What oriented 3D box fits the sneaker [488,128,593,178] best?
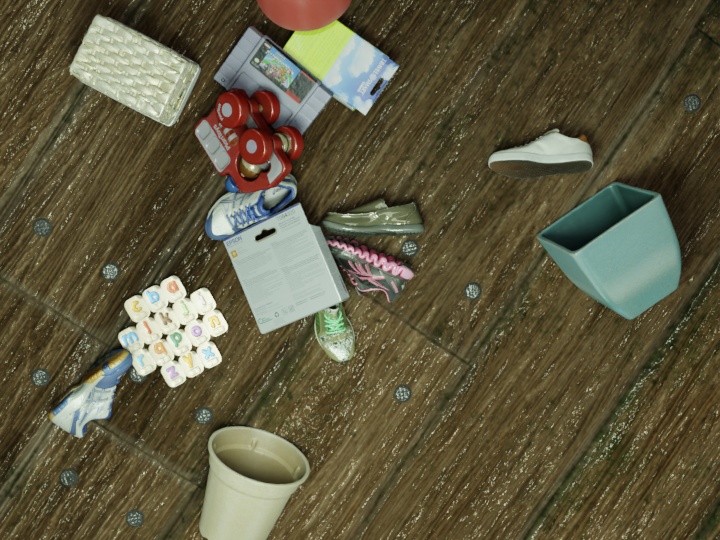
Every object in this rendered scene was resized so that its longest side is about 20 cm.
[{"bbox_3d":[0.349,-0.232,1.702,0.200,0.073,0.085,-1,65,2],"label":"sneaker"}]

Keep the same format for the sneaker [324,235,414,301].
[{"bbox_3d":[0.000,0.000,1.692,0.200,0.079,0.095,23,105,-4],"label":"sneaker"}]

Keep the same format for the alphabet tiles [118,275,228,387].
[{"bbox_3d":[-0.366,0.120,1.701,0.200,0.015,0.196,-28,97,-1],"label":"alphabet tiles"}]

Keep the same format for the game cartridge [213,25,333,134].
[{"bbox_3d":[-0.164,-0.350,1.641,0.200,0.038,0.130,39,119,-6],"label":"game cartridge"}]

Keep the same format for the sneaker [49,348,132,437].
[{"bbox_3d":[-0.501,0.236,1.675,0.200,0.075,0.088,-41,108,7],"label":"sneaker"}]

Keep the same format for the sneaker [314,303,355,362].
[{"bbox_3d":[-0.058,0.087,1.681,0.077,0.089,0.200,-16,96,-2],"label":"sneaker"}]

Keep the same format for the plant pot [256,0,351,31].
[{"bbox_3d":[-0.113,-0.559,1.551,0.200,0.177,0.201,-1,79,5],"label":"plant pot"}]

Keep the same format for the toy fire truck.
[{"bbox_3d":[-0.214,-0.232,1.608,0.168,0.112,0.200,-40,77,35],"label":"toy fire truck"}]

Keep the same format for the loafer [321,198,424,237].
[{"bbox_3d":[0.024,-0.103,1.685,0.200,0.075,0.070,1,83,-9],"label":"loafer"}]

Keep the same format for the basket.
[{"bbox_3d":[-0.414,-0.370,1.598,0.200,0.123,0.136,27,94,-7],"label":"basket"}]

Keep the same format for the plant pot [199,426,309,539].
[{"bbox_3d":[-0.221,0.430,1.665,0.200,0.200,0.184,19,105,-5],"label":"plant pot"}]

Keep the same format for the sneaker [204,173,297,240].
[{"bbox_3d":[-0.210,-0.122,1.647,0.200,0.088,0.075,-35,113,1],"label":"sneaker"}]

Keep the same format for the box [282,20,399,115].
[{"bbox_3d":[-0.041,-0.399,1.658,0.200,0.048,0.122,34,92,-5],"label":"box"}]

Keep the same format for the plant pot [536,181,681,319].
[{"bbox_3d":[0.496,-0.026,1.665,0.196,0.196,0.200,-35,106,0],"label":"plant pot"}]

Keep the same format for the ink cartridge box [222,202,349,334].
[{"bbox_3d":[-0.142,-0.003,1.644,0.196,0.043,0.200,-23,89,28],"label":"ink cartridge box"}]
